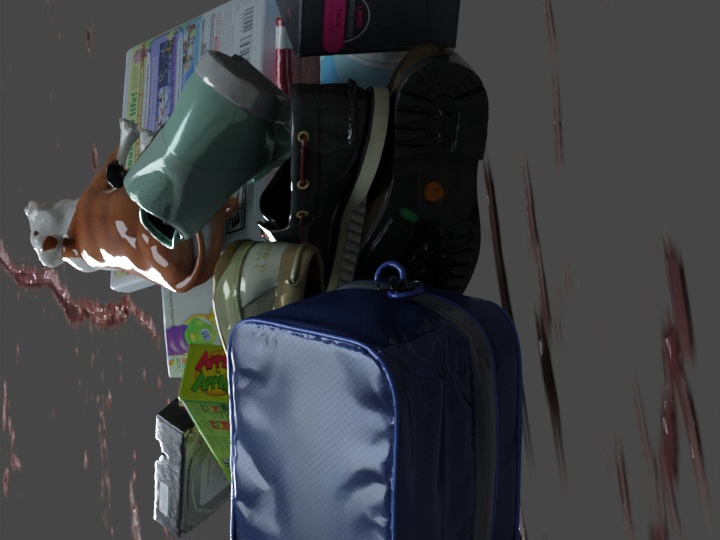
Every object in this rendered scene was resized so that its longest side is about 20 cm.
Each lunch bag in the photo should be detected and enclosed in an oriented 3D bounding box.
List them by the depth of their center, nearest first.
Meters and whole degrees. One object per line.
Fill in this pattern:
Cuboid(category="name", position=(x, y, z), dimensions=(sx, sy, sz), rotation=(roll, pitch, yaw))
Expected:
Cuboid(category="lunch bag", position=(0.014, 0.094, 0.998), dimensions=(0.136, 0.132, 0.201), rotation=(14, 109, 40))

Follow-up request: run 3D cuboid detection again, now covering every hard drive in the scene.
Cuboid(category="hard drive", position=(-0.096, 0.124, 1.496), dimensions=(0.038, 0.200, 0.140), rotation=(31, 137, 23))

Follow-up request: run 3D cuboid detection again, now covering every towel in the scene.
Cuboid(category="towel", position=(-0.046, -0.086, 1.279), dimensions=(0.144, 0.023, 0.201), rotation=(-54, -37, -80))

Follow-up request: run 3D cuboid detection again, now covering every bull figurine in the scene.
Cuboid(category="bull figurine", position=(-0.164, -0.044, 1.264), dimensions=(0.200, 0.065, 0.122), rotation=(17, 88, 43))

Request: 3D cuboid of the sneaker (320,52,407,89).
Cuboid(category="sneaker", position=(-0.008, -0.145, 1.215), dimensions=(0.200, 0.079, 0.131), rotation=(-110, 22, -58))

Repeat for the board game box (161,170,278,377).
Cuboid(category="board game box", position=(-0.095, -0.001, 1.434), dimensions=(0.200, 0.103, 0.105), rotation=(-80, -11, -67))

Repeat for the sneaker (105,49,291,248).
Cuboid(category="sneaker", position=(-0.092, -0.072, 1.099), dimensions=(0.118, 0.074, 0.200), rotation=(-52, -10, 7))

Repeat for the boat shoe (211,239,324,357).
Cuboid(category="boat shoe", position=(-0.034, 0.073, 1.075), dimensions=(0.073, 0.063, 0.201), rotation=(-45, -51, -53))

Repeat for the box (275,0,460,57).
Cuboid(category="box", position=(-0.006, -0.234, 1.110), dimensions=(0.200, 0.106, 0.122), rotation=(-111, 20, -55))

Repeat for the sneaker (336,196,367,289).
Cuboid(category="sneaker", position=(0.000, 0.000, 1.216), dimensions=(0.079, 0.078, 0.200), rotation=(-118, 25, -52))

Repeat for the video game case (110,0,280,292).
Cuboid(category="video game case", position=(-0.123, -0.096, 1.305), dimensions=(0.182, 0.022, 0.201), rotation=(-15, 67, 47))

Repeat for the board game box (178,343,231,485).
Cuboid(category="board game box", position=(-0.067, 0.124, 1.371), dimensions=(0.200, 0.101, 0.048), rotation=(72, -156, -60))

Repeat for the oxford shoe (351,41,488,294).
Cuboid(category="oxford shoe", position=(0.036, -0.044, 1.067), dimensions=(0.084, 0.072, 0.200), rotation=(-107, 28, -64))

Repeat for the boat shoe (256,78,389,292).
Cuboid(category="boat shoe", position=(-0.033, -0.040, 1.079), dimensions=(0.202, 0.063, 0.074), rotation=(107, 166, -49))
